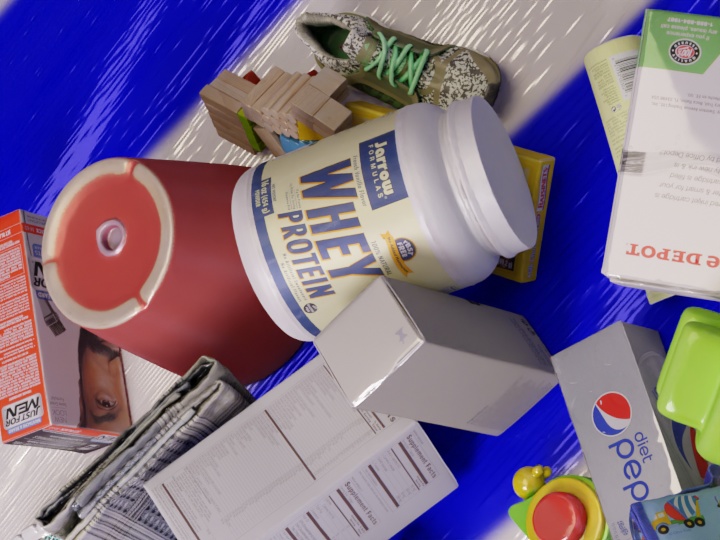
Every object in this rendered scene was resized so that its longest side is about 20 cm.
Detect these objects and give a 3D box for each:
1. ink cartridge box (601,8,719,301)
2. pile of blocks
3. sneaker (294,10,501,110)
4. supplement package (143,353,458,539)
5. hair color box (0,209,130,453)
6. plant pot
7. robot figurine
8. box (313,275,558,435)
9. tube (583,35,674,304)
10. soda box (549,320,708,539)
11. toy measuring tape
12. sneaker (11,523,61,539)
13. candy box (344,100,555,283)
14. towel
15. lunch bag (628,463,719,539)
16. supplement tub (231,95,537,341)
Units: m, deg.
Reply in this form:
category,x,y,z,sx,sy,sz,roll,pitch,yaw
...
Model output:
category,x,y,z,sx,sy,sz,roll,pitch,yaw
ink cartridge box,0.264,-0.076,1.517,0.146,0.084,0.200,10,86,15
pile of blocks,-0.053,-0.135,1.768,0.062,0.082,0.200,-48,31,-20
sneaker,0.022,-0.168,1.720,0.200,0.089,0.077,20,92,35
supplement package,-0.045,0.167,1.635,0.200,0.110,0.114,-36,51,-3
hair color box,-0.272,0.056,1.864,0.064,0.111,0.200,-21,70,30
plant pot,-0.156,-0.009,1.757,0.200,0.177,0.201,-8,76,33
robot figurine,0.304,0.091,1.426,0.200,0.175,0.116,18,102,3
box,0.061,0.067,1.578,0.082,0.200,0.068,-43,58,19
tube,0.222,-0.079,1.595,0.058,0.052,0.200,-46,58,57
soda box,0.211,0.142,1.545,0.068,0.063,0.200,-30,65,28
toy measuring tape,0.183,0.211,1.549,0.074,0.074,0.200,-51,58,16
sneaker,-0.230,0.245,1.822,0.200,0.078,0.091,-33,69,26
candy box,0.063,-0.066,1.696,0.200,0.026,0.102,19,107,35
towel,-0.153,0.167,1.681,0.193,0.200,0.035,-43,65,-3
lunch bag,0.278,0.223,1.437,0.150,0.094,0.200,-12,58,-13
supplement tub,0.019,-0.041,1.599,0.200,0.145,0.145,-20,69,18
